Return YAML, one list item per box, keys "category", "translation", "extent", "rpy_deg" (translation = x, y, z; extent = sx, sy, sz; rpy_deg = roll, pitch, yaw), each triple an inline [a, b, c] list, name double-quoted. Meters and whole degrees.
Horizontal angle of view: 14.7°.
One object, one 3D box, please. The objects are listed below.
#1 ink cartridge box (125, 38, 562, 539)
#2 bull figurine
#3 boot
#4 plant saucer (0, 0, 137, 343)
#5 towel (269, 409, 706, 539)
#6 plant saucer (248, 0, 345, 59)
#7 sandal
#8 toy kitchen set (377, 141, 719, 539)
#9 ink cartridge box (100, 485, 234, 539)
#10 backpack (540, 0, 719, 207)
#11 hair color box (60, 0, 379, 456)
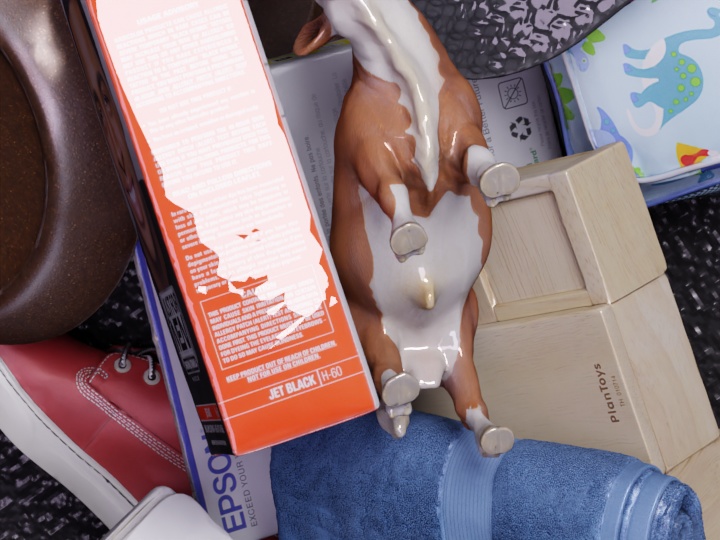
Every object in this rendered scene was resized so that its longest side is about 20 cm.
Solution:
- category: "ink cartridge box"
  translation: [0.000, 0.000, 1.214]
  extent: [0.199, 0.047, 0.199]
  rpy_deg: [-15, 100, -13]
- category: "bull figurine"
  translation: [0.019, -0.025, 1.053]
  extent: [0.065, 0.122, 0.201]
  rpy_deg: [-11, 124, -7]
- category: "boot"
  translation: [-0.085, 0.043, 1.265]
  extent: [0.144, 0.072, 0.200]
  rpy_deg: [-43, 100, 14]
- category: "plant saucer"
  translation: [-0.180, -0.059, 1.178]
  extent: [0.199, 0.034, 0.202]
  rpy_deg: [14, 115, 30]
- category: "towel"
  translation: [0.049, 0.114, 1.118]
  extent: [0.199, 0.048, 0.112]
  rpy_deg: [11, 121, 39]
- category: "plant saucer"
  translation: [-0.098, -0.123, 1.216]
  extent: [0.199, 0.035, 0.201]
  rpy_deg: [-4, 127, -5]
- category: "sandal"
  translation: [0.092, -0.132, 1.071]
  extent: [0.199, 0.045, 0.076]
  rpy_deg: [-23, 97, 16]
- category: "toy kitchen set"
  translation: [0.111, 0.039, 1.189]
  extent: [0.163, 0.180, 0.201]
  rpy_deg: [-12, 101, 46]
- category: "ink cartridge box"
  translation: [-0.087, 0.192, 1.224]
  extent: [0.145, 0.200, 0.083]
  rpy_deg: [45, 63, 0]
- category: "backpack"
  translation: [0.165, -0.126, 1.149]
  extent: [0.199, 0.147, 0.184]
  rpy_deg: [-16, 99, 11]
- category: "hair color box"
  translation: [-0.057, -0.032, 1.068]
  extent: [0.061, 0.101, 0.201]
  rpy_deg: [-18, 89, -9]
